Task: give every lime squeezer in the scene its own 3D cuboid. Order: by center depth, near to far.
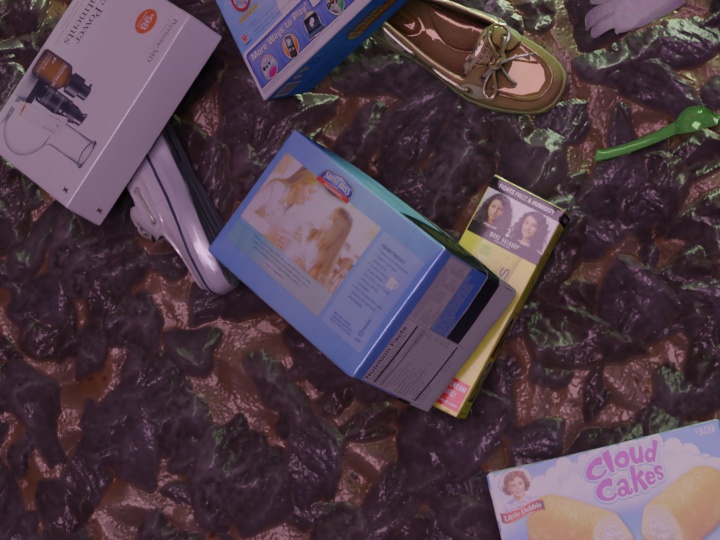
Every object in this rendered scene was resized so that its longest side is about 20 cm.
[{"bbox_3d":[0.303,-0.099,1.590,0.200,0.038,0.071,18,88,12],"label":"lime squeezer"}]

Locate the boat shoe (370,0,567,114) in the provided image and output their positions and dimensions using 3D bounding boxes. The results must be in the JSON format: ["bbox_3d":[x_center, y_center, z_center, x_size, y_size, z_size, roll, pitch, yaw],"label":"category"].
[{"bbox_3d":[0.085,-0.194,1.632,0.200,0.063,0.073,24,89,13],"label":"boat shoe"}]

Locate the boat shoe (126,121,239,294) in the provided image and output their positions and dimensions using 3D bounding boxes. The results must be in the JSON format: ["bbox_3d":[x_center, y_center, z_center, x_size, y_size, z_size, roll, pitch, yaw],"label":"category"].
[{"bbox_3d":[-0.172,-0.055,1.674,0.067,0.074,0.200,-30,66,12],"label":"boat shoe"}]

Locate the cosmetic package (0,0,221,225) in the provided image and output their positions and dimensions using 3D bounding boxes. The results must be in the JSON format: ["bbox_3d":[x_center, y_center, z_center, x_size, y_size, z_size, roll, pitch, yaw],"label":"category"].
[{"bbox_3d":[-0.233,-0.161,1.671,0.151,0.052,0.200,34,92,39],"label":"cosmetic package"}]

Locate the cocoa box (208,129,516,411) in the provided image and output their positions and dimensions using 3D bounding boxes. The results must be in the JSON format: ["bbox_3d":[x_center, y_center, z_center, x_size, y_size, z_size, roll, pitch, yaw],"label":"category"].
[{"bbox_3d":[0.000,0.000,1.561,0.200,0.131,0.133,40,96,34],"label":"cocoa box"}]

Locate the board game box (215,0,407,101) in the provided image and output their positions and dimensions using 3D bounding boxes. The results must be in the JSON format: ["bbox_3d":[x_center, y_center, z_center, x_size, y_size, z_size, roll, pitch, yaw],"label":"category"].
[{"bbox_3d":[-0.055,-0.281,1.618,0.200,0.056,0.196,-36,75,47],"label":"board game box"}]

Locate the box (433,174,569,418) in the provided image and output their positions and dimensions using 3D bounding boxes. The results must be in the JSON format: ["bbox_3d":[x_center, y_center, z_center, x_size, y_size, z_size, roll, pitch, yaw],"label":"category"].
[{"bbox_3d":[0.102,0.023,1.613,0.075,0.050,0.200,29,91,13],"label":"box"}]

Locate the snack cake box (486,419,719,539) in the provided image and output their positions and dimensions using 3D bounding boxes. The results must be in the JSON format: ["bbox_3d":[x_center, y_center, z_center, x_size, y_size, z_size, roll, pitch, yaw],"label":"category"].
[{"bbox_3d":[0.216,0.202,1.563,0.200,0.067,0.115,-15,82,10],"label":"snack cake box"}]

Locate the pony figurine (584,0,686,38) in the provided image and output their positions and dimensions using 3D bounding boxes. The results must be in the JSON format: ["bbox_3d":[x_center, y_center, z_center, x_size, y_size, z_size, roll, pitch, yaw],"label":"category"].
[{"bbox_3d":[0.270,-0.298,1.574,0.193,0.167,0.200,-12,66,3],"label":"pony figurine"}]
